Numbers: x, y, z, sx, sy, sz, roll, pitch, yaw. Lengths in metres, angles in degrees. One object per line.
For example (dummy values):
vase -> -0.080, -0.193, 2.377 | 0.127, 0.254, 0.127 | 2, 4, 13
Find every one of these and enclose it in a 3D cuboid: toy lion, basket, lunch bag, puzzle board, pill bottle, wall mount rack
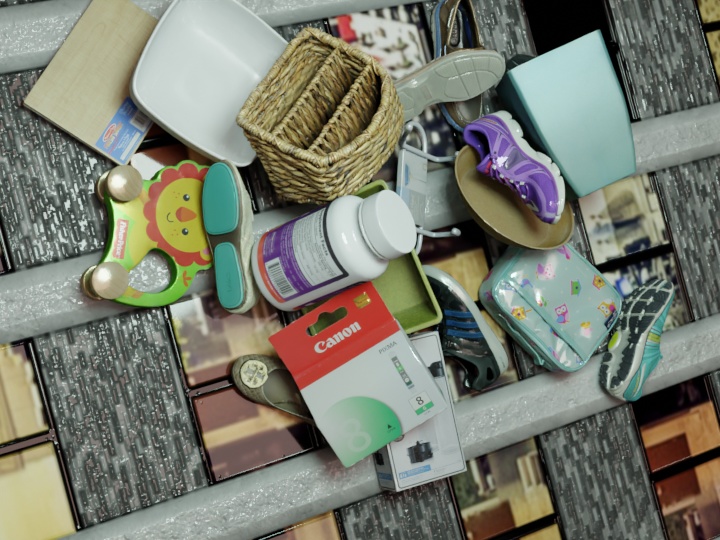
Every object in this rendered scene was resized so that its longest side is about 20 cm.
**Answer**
toy lion -> -0.253, -0.048, 1.363 | 0.191, 0.069, 0.202 | 12, 80, -27
basket -> -0.040, -0.202, 1.358 | 0.201, 0.142, 0.149 | -57, 138, -31
lunch bag -> 0.282, 0.050, 1.543 | 0.200, 0.077, 0.161 | 43, 71, -10
puzzle board -> -0.325, -0.255, 1.373 | 0.150, 0.017, 0.201 | 33, 71, -16
pill bottle -> -0.032, -0.029, 1.320 | 0.111, 0.199, 0.112 | 32, 47, -43
wall mount rack -> 0.081, -0.121, 1.456 | 0.173, 0.074, 0.202 | 13, 77, -54

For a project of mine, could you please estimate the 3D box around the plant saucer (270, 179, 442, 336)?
plant saucer -> 0.000, 0.000, 1.407 | 0.048, 0.199, 0.201 | -27, 95, -59

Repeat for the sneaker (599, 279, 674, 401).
sneaker -> 0.432, 0.107, 1.611 | 0.079, 0.077, 0.201 | 34, 77, -34

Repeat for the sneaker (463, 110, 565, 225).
sneaker -> 0.210, -0.136, 1.458 | 0.083, 0.081, 0.200 | -19, 55, -26

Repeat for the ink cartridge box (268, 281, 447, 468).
ink cartridge box -> -0.003, 0.135, 1.358 | 0.160, 0.050, 0.201 | -31, 108, 4

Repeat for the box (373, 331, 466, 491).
box -> 0.067, 0.194, 1.454 | 0.116, 0.060, 0.202 | -10, 88, -22

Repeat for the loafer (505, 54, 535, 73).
loafer -> 0.311, -0.275, 1.607 | 0.199, 0.073, 0.072 | 31, 35, -8

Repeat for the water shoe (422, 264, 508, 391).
water shoe -> 0.133, 0.084, 1.487 | 0.079, 0.071, 0.200 | -41, 98, -18

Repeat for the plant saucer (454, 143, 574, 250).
plant saucer -> 0.213, -0.100, 1.493 | 0.199, 0.035, 0.201 | 19, 45, -20

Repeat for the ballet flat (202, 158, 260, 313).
ballet flat -> -0.166, -0.045, 1.367 | 0.062, 0.067, 0.202 | -10, 97, -63

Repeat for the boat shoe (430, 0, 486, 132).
boat shoe -> 0.147, -0.306, 1.534 | 0.072, 0.072, 0.202 | -10, 88, -22

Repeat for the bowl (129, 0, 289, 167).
bowl -> -0.199, -0.252, 1.382 | 0.199, 0.074, 0.201 | 34, 70, -25

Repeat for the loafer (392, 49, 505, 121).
loafer -> 0.104, -0.271, 1.482 | 0.199, 0.063, 0.072 | -23, 127, 3

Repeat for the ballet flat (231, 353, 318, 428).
ballet flat -> -0.082, 0.172, 1.406 | 0.199, 0.046, 0.068 | 33, 75, -15

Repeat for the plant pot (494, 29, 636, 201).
plant pot -> 0.302, -0.208, 1.485 | 0.141, 0.141, 0.201 | -24, 90, 0
